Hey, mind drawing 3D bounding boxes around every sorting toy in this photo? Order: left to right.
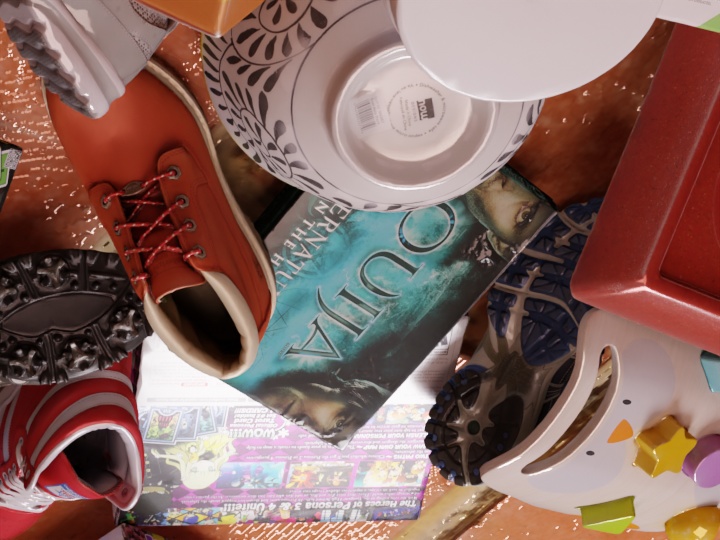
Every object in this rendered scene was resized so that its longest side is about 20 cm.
[{"bbox_3d":[0.156,0.084,1.450,0.180,0.107,0.200,12,118,-48],"label":"sorting toy"}]

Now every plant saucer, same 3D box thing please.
[{"bbox_3d":[0.239,-0.045,1.387,0.199,0.037,0.200,21,93,-29],"label":"plant saucer"}]

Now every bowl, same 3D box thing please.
[{"bbox_3d":[0.021,-0.102,1.283,0.200,0.094,0.201,-5,121,-9],"label":"bowl"}]

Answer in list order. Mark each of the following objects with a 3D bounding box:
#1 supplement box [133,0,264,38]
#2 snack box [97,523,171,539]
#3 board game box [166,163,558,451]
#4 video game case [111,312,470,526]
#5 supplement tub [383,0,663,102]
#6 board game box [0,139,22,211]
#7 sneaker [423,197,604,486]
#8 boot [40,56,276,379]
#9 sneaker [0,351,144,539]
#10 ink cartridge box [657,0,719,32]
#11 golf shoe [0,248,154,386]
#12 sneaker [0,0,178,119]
[{"bbox_3d":[-0.059,-0.217,1.178,0.069,0.067,0.200,25,126,13],"label":"supplement box"},{"bbox_3d":[-0.182,0.247,1.599,0.200,0.053,0.142,-33,149,18],"label":"snack box"},{"bbox_3d":[0.000,0.000,1.414,0.135,0.028,0.200,32,109,-27],"label":"board game box"},{"bbox_3d":[-0.046,0.085,1.510,0.200,0.036,0.181,0,131,-13],"label":"video game case"},{"bbox_3d":[0.059,-0.190,1.160,0.132,0.200,0.132,-7,134,-7],"label":"supplement tub"},{"bbox_3d":[-0.247,0.019,1.297,0.105,0.023,0.200,12,98,-59],"label":"board game box"},{"bbox_3d":[0.113,0.040,1.489,0.200,0.077,0.085,-56,156,16],"label":"sneaker"},{"bbox_3d":[-0.107,-0.034,1.312,0.075,0.107,0.200,-28,108,13],"label":"boot"},{"bbox_3d":[-0.186,0.122,1.459,0.071,0.113,0.200,11,131,-25],"label":"sneaker"},{"bbox_3d":[0.209,-0.222,1.246,0.145,0.084,0.200,11,130,-23],"label":"ink cartridge box"},{"bbox_3d":[-0.209,0.031,1.397,0.200,0.094,0.078,-15,99,-2],"label":"golf shoe"},{"bbox_3d":[-0.160,-0.175,1.232,0.082,0.075,0.200,-43,132,-19],"label":"sneaker"}]
